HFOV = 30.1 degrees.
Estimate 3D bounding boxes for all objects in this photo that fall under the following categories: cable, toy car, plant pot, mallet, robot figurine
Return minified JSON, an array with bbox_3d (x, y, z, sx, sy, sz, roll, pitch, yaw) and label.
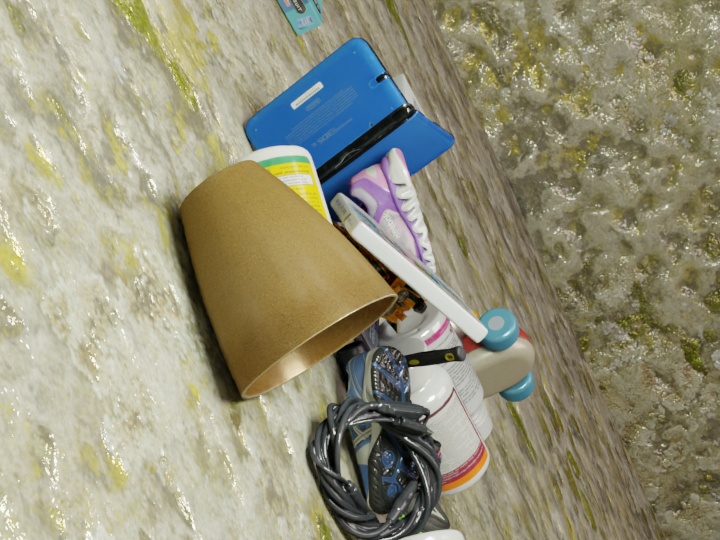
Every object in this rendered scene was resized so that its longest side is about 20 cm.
[{"bbox_3d":[0.014,0.228,1.533,0.199,0.051,0.165,10,81,-45],"label":"cable"},{"bbox_3d":[0.160,0.101,2.089,0.185,0.176,0.201,66,-1,-51],"label":"toy car"},{"bbox_3d":[-0.091,-0.005,1.352,0.201,0.186,0.186,57,14,9],"label":"plant pot"},{"bbox_3d":[0.054,0.122,1.646,0.041,0.199,0.066,-31,111,-43],"label":"mallet"},{"bbox_3d":[0.000,0.000,1.650,0.145,0.058,0.200,37,2,-37],"label":"robot figurine"}]

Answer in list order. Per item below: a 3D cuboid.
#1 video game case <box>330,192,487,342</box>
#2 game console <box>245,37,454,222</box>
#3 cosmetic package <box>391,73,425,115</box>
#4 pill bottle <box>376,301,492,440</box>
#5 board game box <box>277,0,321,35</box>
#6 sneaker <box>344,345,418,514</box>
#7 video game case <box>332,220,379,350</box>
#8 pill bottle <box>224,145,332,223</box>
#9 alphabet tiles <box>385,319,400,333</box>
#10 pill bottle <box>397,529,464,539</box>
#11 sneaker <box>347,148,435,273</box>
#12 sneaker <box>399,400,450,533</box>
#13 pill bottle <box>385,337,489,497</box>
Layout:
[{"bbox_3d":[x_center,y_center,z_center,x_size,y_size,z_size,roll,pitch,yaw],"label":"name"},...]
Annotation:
[{"bbox_3d":[0.053,-0.006,1.572,0.200,0.024,0.182,41,5,-15],"label":"video game case"},{"bbox_3d":[-0.013,-0.173,1.696,0.171,0.199,0.118,56,21,2],"label":"game console"},{"bbox_3d":[-0.010,-0.165,1.758,0.102,0.199,0.071,59,17,-33],"label":"cosmetic package"},{"bbox_3d":[0.106,0.156,1.897,0.201,0.113,0.114,63,16,-20],"label":"pill bottle"},{"bbox_3d":[-0.113,-0.491,2.135,0.151,0.047,0.201,58,18,-35],"label":"board game box"},{"bbox_3d":[0.022,0.194,1.624,0.075,0.077,0.202,3,84,-39],"label":"sneaker"},{"bbox_3d":[-0.024,0.005,1.832,0.143,0.019,0.201,-84,150,-59],"label":"video game case"},{"bbox_3d":[-0.082,-0.028,1.495,0.113,0.112,0.201,21,50,-70],"label":"pill bottle"},{"bbox_3d":[0.037,-0.022,1.836,0.167,0.007,0.202,-132,-143,-72],"label":"alphabet tiles"},{"bbox_3d":[0.087,0.403,1.502,0.111,0.110,0.201,38,34,-62],"label":"pill bottle"},{"bbox_3d":[0.038,-0.056,1.692,0.081,0.088,0.201,-107,177,-57],"label":"sneaker"},{"bbox_3d":[0.070,0.253,1.695,0.201,0.083,0.077,65,16,-11],"label":"sneaker"},{"bbox_3d":[0.087,0.195,1.785,0.201,0.109,0.110,62,17,-24],"label":"pill bottle"}]
